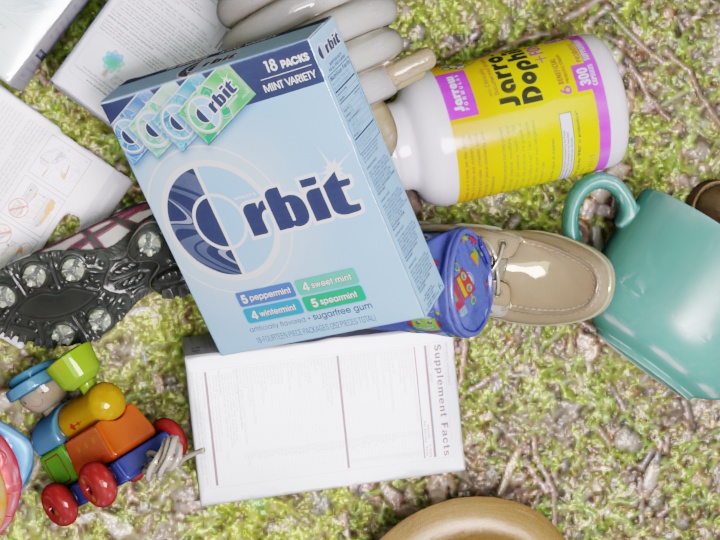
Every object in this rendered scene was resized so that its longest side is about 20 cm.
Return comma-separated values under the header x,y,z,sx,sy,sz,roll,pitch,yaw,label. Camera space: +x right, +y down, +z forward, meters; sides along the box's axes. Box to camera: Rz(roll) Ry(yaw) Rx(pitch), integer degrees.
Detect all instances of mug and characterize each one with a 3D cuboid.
x,y,z,sx,sy,sz,roll,pitch,yaw,label
0.236,0.019,1.154,0.184,0.152,0.115,36,91,28,mug

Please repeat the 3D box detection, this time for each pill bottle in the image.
x,y,z,sx,sy,sz,roll,pitch,yaw,label
0.095,-0.109,1.136,0.198,0.104,0.105,-14,97,-7,pill bottle

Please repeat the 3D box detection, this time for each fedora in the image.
x,y,z,sx,sy,sz,roll,pitch,yaw,label
0.078,0.263,1.180,0.198,0.082,0.203,-1,99,-4,fedora

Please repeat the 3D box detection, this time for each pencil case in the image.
x,y,z,sx,sy,sz,roll,pitch,yaw,label
0.000,0.000,1.089,0.198,0.078,0.087,5,57,29,pencil case

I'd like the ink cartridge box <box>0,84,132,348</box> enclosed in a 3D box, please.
x,y,z,sx,sy,sz,roll,pitch,yaw,label
-0.297,-0.061,1.123,0.199,0.050,0.162,35,89,-28,ink cartridge box

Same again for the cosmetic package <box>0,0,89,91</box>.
x,y,z,sx,sy,sz,roll,pitch,yaw,label
-0.264,-0.269,1.061,0.199,0.123,0.201,37,88,-10,cosmetic package

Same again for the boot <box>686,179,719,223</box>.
x,y,z,sx,sy,sz,roll,pitch,yaw,label
0.357,-0.008,1.200,0.199,0.075,0.074,26,89,-11,boot

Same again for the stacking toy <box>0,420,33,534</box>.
x,y,z,sx,sy,sz,roll,pitch,yaw,label
-0.300,0.169,1.054,0.109,0.200,0.117,29,93,-9,stacking toy

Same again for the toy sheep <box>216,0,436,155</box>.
x,y,z,sx,sy,sz,roll,pitch,yaw,label
-0.032,-0.162,1.031,0.137,0.138,0.202,-26,90,-5,toy sheep

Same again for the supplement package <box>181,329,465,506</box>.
x,y,z,sx,sy,sz,roll,pitch,yaw,label
-0.030,0.100,1.134,0.198,0.110,0.115,-6,96,-7,supplement package

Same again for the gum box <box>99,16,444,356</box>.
x,y,z,sx,sy,sz,roll,pitch,yaw,label
-0.058,-0.049,1.001,0.168,0.045,0.202,-11,113,29,gum box

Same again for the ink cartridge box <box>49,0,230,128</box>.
x,y,z,sx,sy,sz,roll,pitch,yaw,label
-0.117,-0.179,1.112,0.136,0.076,0.201,36,90,-13,ink cartridge box

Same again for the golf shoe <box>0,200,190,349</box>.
x,y,z,sx,sy,sz,roll,pitch,yaw,label
-0.186,-0.003,1.122,0.198,0.088,0.078,-18,114,7,golf shoe

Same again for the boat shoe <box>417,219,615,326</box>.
x,y,z,sx,sy,sz,roll,pitch,yaw,label
0.089,-0.001,1.119,0.198,0.065,0.073,12,95,24,boat shoe

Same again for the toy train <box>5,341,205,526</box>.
x,y,z,sx,sy,sz,roll,pitch,yaw,label
-0.182,0.101,1.078,0.084,0.200,0.116,-31,90,-39,toy train
